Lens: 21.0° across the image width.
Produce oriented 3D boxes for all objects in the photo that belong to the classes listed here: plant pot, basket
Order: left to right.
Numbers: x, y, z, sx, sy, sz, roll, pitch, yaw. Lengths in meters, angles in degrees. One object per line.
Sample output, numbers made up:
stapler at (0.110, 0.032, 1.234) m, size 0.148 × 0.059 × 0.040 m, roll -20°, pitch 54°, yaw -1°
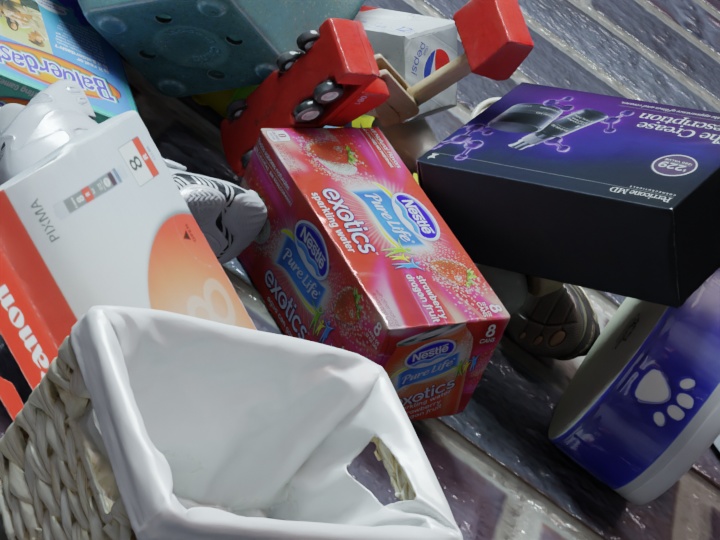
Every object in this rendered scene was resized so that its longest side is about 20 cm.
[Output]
plant pot at (-0.104, -0.240, 1.386) m, size 0.196 × 0.196 × 0.200 m, roll 46°, pitch 45°, yaw -50°
basket at (-0.072, 0.116, 0.990) m, size 0.200 × 0.123 × 0.136 m, roll 13°, pitch 40°, yaw -41°

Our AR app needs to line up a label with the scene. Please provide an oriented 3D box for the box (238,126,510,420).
box at (0.000, 0.000, 1.299) m, size 0.099 × 0.096 × 0.200 m, roll -4°, pitch 45°, yaw -33°

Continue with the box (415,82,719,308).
box at (0.160, -0.056, 1.321) m, size 0.200 × 0.079 × 0.141 m, roll 13°, pitch 38°, yaw 35°

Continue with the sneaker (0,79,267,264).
sneaker at (-0.154, -0.063, 1.252) m, size 0.200 × 0.075 × 0.115 m, roll 2°, pitch 45°, yaw -45°

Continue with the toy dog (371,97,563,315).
toy dog at (0.073, -0.027, 1.460) m, size 0.131 × 0.096 × 0.200 m, roll -3°, pitch 56°, yaw -10°

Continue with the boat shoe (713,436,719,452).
boat shoe at (0.368, 0.158, 1.534) m, size 0.202 × 0.086 × 0.075 m, roll 44°, pitch 26°, yaw 13°

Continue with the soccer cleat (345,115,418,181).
soccer cleat at (0.005, -0.122, 1.545) m, size 0.065 × 0.084 × 0.200 m, roll 3°, pitch 42°, yaw -50°

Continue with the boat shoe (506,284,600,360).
boat shoe at (0.119, -0.001, 1.521) m, size 0.073 × 0.074 × 0.200 m, roll 29°, pitch 25°, yaw -53°

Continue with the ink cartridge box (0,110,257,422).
ink cartridge box at (-0.145, 0.012, 1.087) m, size 0.162 × 0.050 × 0.200 m, roll 62°, pitch 25°, yaw -9°

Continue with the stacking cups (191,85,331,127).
stacking cups at (-0.042, -0.096, 1.436) m, size 0.200 × 0.061 × 0.060 m, roll 40°, pitch 24°, yaw 28°

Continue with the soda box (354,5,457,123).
soda box at (-0.020, -0.166, 1.481) m, size 0.200 × 0.068 × 0.063 m, roll 15°, pitch 25°, yaw 40°

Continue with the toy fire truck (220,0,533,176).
toy fire truck at (0.009, -0.128, 1.354) m, size 0.141 × 0.200 × 0.049 m, roll 1°, pitch 62°, yaw -40°

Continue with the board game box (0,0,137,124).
board game box at (-0.240, -0.163, 1.347) m, size 0.152 × 0.045 × 0.200 m, roll 21°, pitch 29°, yaw -32°

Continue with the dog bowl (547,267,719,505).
dog bowl at (0.220, 0.063, 1.374) m, size 0.079 × 0.200 × 0.200 m, roll 35°, pitch 25°, yaw -1°
